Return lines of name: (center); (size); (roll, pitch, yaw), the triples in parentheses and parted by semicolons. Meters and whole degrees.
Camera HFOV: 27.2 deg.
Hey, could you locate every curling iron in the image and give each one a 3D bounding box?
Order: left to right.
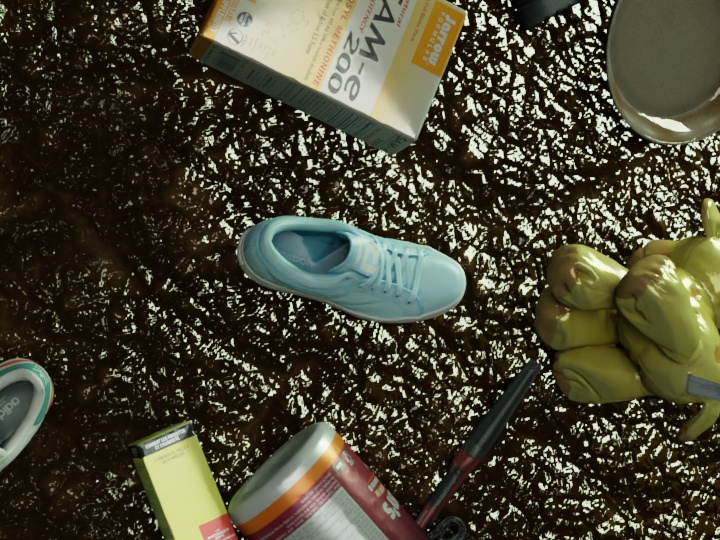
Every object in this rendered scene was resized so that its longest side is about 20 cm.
curling iron: (0.100, 0.164, 1.263); (0.049, 0.026, 0.201); (30, 77, -3)

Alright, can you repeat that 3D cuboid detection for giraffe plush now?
giraffe plush: (0.266, 0.025, 1.270); (0.199, 0.173, 0.162); (25, 49, 18)

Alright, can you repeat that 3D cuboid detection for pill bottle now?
pill bottle: (-0.003, 0.228, 1.183); (0.110, 0.110, 0.200); (-43, 95, -16)

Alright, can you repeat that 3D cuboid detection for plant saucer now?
plant saucer: (0.290, -0.212, 1.322); (0.199, 0.032, 0.202); (-13, 118, -26)

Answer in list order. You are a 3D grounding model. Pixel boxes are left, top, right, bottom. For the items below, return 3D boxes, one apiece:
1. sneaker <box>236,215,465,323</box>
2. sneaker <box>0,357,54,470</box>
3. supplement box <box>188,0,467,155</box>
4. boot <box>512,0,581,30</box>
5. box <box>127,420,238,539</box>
sneaker: (0.000, 0.000, 1.227); (0.198, 0.082, 0.075); (7, 82, -15)
sneaker: (-0.309, 0.141, 1.118); (0.070, 0.093, 0.200); (46, 74, -6)
supplement box: (-0.027, -0.199, 1.248); (0.199, 0.073, 0.127); (24, 78, -12)
boot: (0.189, -0.329, 1.322); (0.199, 0.076, 0.169); (-28, 95, -11)
box: (-0.122, 0.220, 1.171); (0.050, 0.075, 0.201); (-21, 88, -17)
